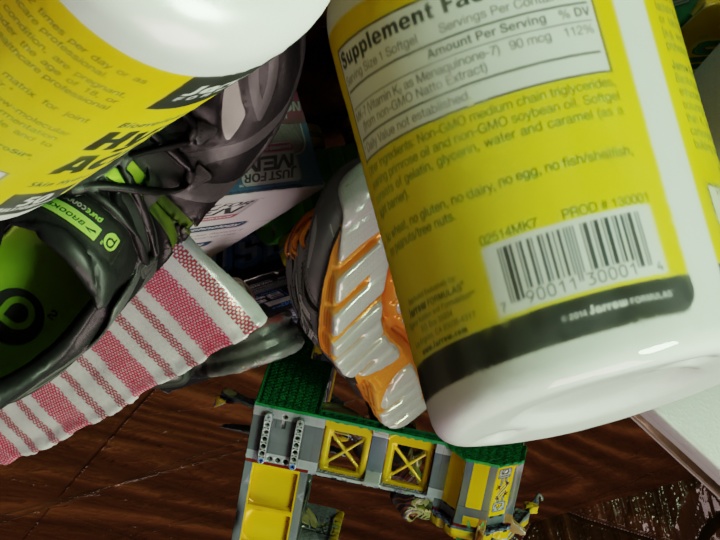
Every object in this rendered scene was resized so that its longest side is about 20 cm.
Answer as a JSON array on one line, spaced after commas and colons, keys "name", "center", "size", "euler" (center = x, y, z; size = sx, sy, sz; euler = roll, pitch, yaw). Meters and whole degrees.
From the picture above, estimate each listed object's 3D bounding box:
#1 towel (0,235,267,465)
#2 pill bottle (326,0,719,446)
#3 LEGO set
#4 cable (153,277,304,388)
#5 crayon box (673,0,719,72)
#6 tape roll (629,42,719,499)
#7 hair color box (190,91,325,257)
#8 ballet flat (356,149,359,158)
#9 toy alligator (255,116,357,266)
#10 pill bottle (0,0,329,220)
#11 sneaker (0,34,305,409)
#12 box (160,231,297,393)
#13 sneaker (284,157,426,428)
[{"name": "towel", "center": [-0.138, -0.004, 1.190], "size": [0.200, 0.146, 0.030], "euler": [-27, -159, 48]}, {"name": "pill bottle", "center": [0.054, -0.053, 0.982], "size": [0.114, 0.201, 0.114], "euler": [-14, 168, -3]}, {"name": "LEGO set", "center": [0.009, 0.095, 1.394], "size": [0.153, 0.116, 0.200], "euler": [8, -157, -6]}, {"name": "cable", "center": [-0.079, 0.025, 1.327], "size": [0.097, 0.051, 0.200], "euler": [-8, 179, -7]}, {"name": "crayon box", "center": [0.177, -0.109, 1.221], "size": [0.172, 0.059, 0.200], "euler": [-11, 168, -17]}, {"name": "tape roll", "center": [0.170, 0.023, 1.106], "size": [0.139, 0.203, 0.203], "euler": [-47, 166, 0]}, {"name": "hair color box", "center": [-0.112, -0.025, 1.260], "size": [0.100, 0.061, 0.200], "euler": [-9, 168, -36]}, {"name": "ballet flat", "center": [0.037, -0.073, 1.189], "size": [0.067, 0.071, 0.200], "euler": [7, 169, -2]}, {"name": "toy alligator", "center": [0.019, -0.041, 1.352], "size": [0.199, 0.060, 0.054], "euler": [-12, 169, -10]}, {"name": "pill bottle", "center": [-0.073, -0.095, 0.850], "size": [0.111, 0.112, 0.200], "euler": [-5, 165, -39]}, {"name": "sneaker", "center": [-0.085, -0.026, 1.068], "size": [0.200, 0.071, 0.083], "euler": [-52, -168, 10]}, {"name": "box", "center": [-0.040, 0.002, 1.511], "size": [0.199, 0.050, 0.198], "euler": [-17, 169, 10]}, {"name": "sneaker", "center": [0.000, 0.000, 1.237], "size": [0.078, 0.077, 0.200], "euler": [-36, 159, -12]}]
